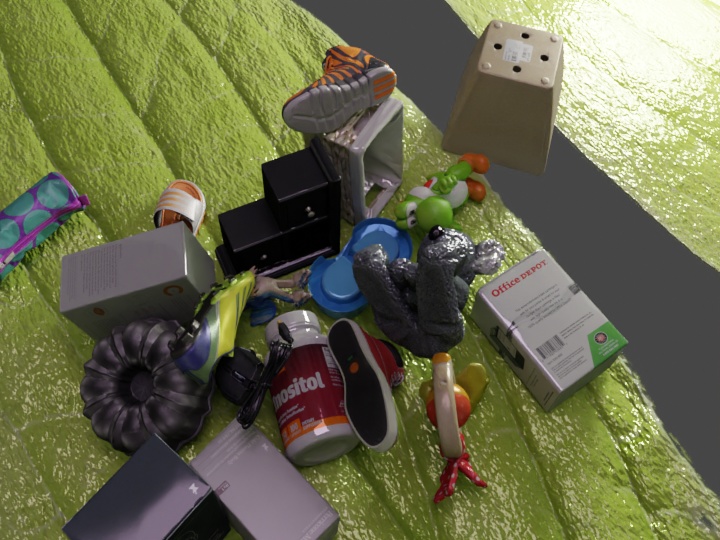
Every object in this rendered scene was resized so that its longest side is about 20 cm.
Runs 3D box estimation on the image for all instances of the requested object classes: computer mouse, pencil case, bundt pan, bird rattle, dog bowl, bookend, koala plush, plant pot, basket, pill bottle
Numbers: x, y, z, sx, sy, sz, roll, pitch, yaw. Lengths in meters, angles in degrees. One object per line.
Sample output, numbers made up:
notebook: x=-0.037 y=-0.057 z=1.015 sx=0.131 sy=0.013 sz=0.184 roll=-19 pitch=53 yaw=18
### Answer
computer mouse: x=-0.158 y=0.124 z=1.074 sx=0.046 sy=0.200 sz=0.142 roll=30 pitch=90 yaw=-21
pencil case: x=-0.544 y=-0.071 z=1.239 sx=0.091 sy=0.086 sz=0.201 roll=25 pitch=60 yaw=30
bundt pan: x=-0.310 y=0.164 z=1.076 sx=0.197 sy=0.076 sz=0.207 roll=-2 pitch=80 yaw=10
bird rattle: x=0.120 y=0.211 z=1.069 sx=0.110 sy=0.165 sz=0.203 roll=-3 pitch=48 yaw=17
dog bowl: x=0.000 y=0.000 z=1.243 sx=0.111 sy=0.050 sz=0.199 roll=40 pitch=66 yaw=19
bookend: x=-0.135 y=-0.083 z=1.199 sx=0.195 sy=0.201 sz=0.093 roll=-21 pitch=61 yaw=-16
koala plush: x=0.116 y=0.009 z=1.151 sx=0.174 sy=0.187 sz=0.200 roll=-3 pitch=29 yaw=34
plant pot: x=0.272 y=-0.327 z=1.376 sx=0.196 sy=0.178 sz=0.203 roll=16 pitch=59 yaw=6
basket: x=-0.010 y=-0.194 z=1.274 sx=0.122 sy=0.202 sz=0.136 roll=27 pitch=61 yaw=19
pill bottle: x=-0.077 y=0.167 z=1.104 sx=0.111 sy=0.114 sz=0.203 roll=-14 pitch=60 yaw=-11

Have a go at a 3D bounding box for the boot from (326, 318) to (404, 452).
boot: x=0.035 y=0.173 z=1.091 sx=0.072 sy=0.143 sz=0.203 roll=-35 pitch=51 yaw=20

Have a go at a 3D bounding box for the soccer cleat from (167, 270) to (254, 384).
soccer cleat: x=-0.199 y=0.077 z=1.077 sx=0.064 sy=0.084 sz=0.201 roll=-20 pitch=25 yaw=34

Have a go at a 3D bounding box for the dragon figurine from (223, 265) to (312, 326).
dragon figurine: x=-0.166 y=0.047 z=1.197 sx=0.197 sy=0.099 sz=0.060 roll=-26 pitch=55 yaw=25

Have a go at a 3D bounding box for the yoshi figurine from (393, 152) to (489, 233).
yoshi figurine: x=0.147 y=-0.116 z=1.273 sx=0.198 sy=0.112 sz=0.114 roll=-33 pitch=91 yaw=-31

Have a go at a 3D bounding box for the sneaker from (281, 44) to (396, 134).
sneaker: x=-0.050 y=-0.285 z=1.190 sx=0.197 sy=0.079 sz=0.112 roll=-24 pitch=49 yaw=-22

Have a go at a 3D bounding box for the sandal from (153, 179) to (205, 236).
sandal: x=-0.308 y=-0.075 z=1.267 sx=0.077 sy=0.060 sz=0.211 roll=4 pitch=59 yaw=-1

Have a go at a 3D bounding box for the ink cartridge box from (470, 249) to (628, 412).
ink cartridge box: x=0.287 y=0.089 z=1.183 sx=0.144 sy=0.085 sz=0.201 roll=-29 pitch=64 yaw=-18

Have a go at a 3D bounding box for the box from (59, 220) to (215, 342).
box: x=-0.330 y=0.022 z=1.145 sx=0.196 sy=0.125 sz=0.099 roll=-15 pitch=59 yaw=6

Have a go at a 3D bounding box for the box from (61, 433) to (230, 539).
box: x=-0.258 y=0.324 z=0.951 sx=0.106 sy=0.201 sz=0.149 roll=36 pitch=63 yaw=18

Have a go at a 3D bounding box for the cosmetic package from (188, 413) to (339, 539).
cosmetic package: x=-0.130 y=0.310 z=1.033 sx=0.199 sy=0.091 sz=0.107 roll=38 pitch=61 yaw=21
